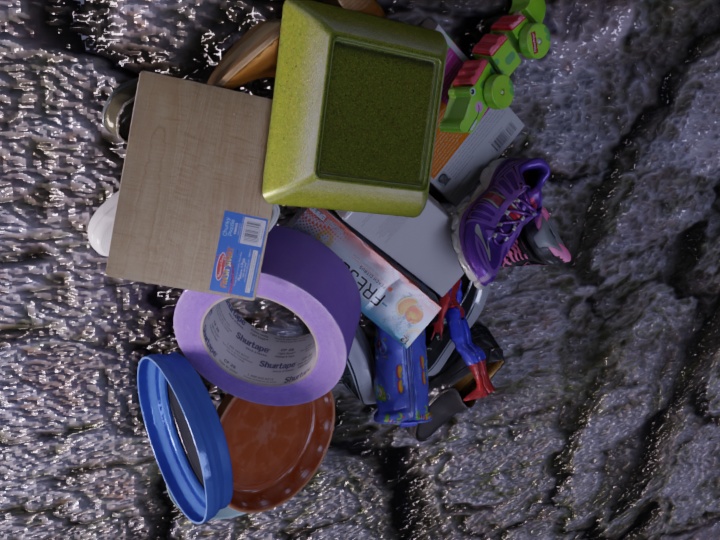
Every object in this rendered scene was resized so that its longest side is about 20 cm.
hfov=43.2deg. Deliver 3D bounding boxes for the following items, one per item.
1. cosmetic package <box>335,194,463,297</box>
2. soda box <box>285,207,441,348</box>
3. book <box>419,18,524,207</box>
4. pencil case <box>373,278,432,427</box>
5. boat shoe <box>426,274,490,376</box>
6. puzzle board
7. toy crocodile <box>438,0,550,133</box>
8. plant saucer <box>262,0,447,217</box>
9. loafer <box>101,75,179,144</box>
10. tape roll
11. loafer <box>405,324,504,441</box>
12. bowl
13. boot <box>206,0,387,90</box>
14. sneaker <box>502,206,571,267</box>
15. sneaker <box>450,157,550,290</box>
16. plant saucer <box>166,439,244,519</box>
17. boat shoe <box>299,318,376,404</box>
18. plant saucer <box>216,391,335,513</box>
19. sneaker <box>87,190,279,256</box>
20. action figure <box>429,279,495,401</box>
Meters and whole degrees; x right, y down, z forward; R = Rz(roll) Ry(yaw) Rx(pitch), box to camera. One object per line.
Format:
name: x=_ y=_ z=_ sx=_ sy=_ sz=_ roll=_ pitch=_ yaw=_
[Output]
cosmetic package: x=0.046 y=-0.066 z=1.076 sx=0.085 sy=0.108 sz=0.200 roll=-47 pitch=130 yaw=6
soda box: x=0.000 y=0.000 z=1.066 sx=0.200 sy=0.064 sz=0.068 roll=40 pitch=99 yaw=-10
book: x=0.098 y=-0.180 z=1.069 sx=0.134 sy=0.048 sz=0.200 roll=-49 pitch=132 yaw=4
pencil case: x=0.051 y=0.102 z=1.164 sx=0.077 sy=0.087 sz=0.202 roll=-4 pitch=98 yaw=-7
boat shoe: x=0.111 y=0.062 z=1.229 sx=0.056 sy=0.069 sz=0.201 roll=9 pitch=118 yaw=-33
puzzle board: x=-0.159 y=-0.080 z=0.895 sx=0.149 sy=0.017 sz=0.202 roll=10 pitch=96 yaw=-15
toy crocodile: x=0.148 y=-0.234 z=1.011 sx=0.062 sy=0.067 sz=0.201 roll=45 pitch=74 yaw=-35
plant saucer: x=0.008 y=-0.157 z=0.917 sx=0.198 sy=0.048 sz=0.202 roll=3 pitch=98 yaw=-33
loafer: x=-0.161 y=-0.147 z=0.927 sx=0.198 sy=0.070 sz=0.076 roll=2 pitch=121 yaw=-30
tape roll: x=-0.103 y=0.053 z=1.023 sx=0.198 sy=0.085 sz=0.201 roll=7 pitch=129 yaw=8
loafer: x=0.135 y=0.176 z=1.316 sx=0.072 sy=0.072 sz=0.201 roll=15 pitch=114 yaw=-37
bowl: x=-0.203 y=0.191 z=1.052 sx=0.039 sy=0.201 sz=0.202 roll=-17 pitch=129 yaw=-28
boot: x=-0.047 y=-0.204 z=0.943 sx=0.201 sy=0.071 sz=0.144 roll=-42 pitch=122 yaw=-8
sneaker: x=0.209 y=-0.030 z=1.163 sx=0.095 sy=0.200 sz=0.080 roll=-26 pitch=88 yaw=7
sneaker: x=0.168 y=-0.067 z=1.060 sx=0.081 sy=0.083 sz=0.201 roll=49 pitch=51 yaw=-30
plant saucer: x=-0.167 y=0.246 z=1.218 sx=0.199 sy=0.039 sz=0.203 roll=-14 pitch=128 yaw=-19
boat shoe: x=-0.028 y=0.107 z=1.190 sx=0.070 sy=0.072 sz=0.201 roll=-14 pitch=132 yaw=9
plant saucer: x=-0.116 y=0.208 z=1.154 sx=0.199 sy=0.032 sz=0.202 roll=-18 pitch=116 yaw=-40
sneaker: x=-0.184 y=-0.050 z=0.952 sx=0.199 sy=0.116 sz=0.074 roll=-26 pitch=133 yaw=-10
action figure: x=0.120 y=0.064 z=1.162 sx=0.051 sy=0.202 sz=0.065 roll=-16 pitch=175 yaw=26
